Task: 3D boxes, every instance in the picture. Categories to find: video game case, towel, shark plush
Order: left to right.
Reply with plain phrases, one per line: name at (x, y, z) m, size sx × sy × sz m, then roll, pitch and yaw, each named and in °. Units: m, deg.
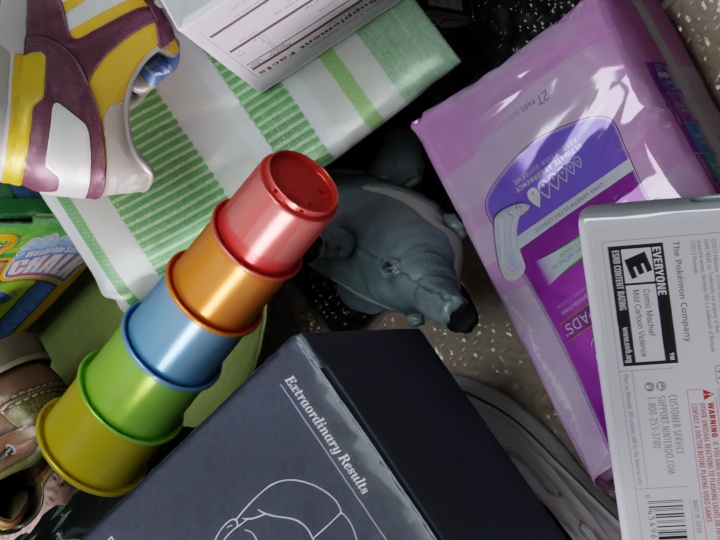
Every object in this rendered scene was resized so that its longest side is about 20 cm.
towel at (-0.071, -0.092, 1.176) m, size 0.200 × 0.023 × 0.153 m, roll -38°, pitch 68°, yaw 8°
shark plush at (0.000, 0.000, 1.149) m, size 0.091 × 0.083 × 0.200 m, roll -68°, pitch 29°, yaw 22°
video game case at (0.191, 0.063, 1.016) m, size 0.182 × 0.022 × 0.200 m, roll -5°, pitch 105°, yaw 17°

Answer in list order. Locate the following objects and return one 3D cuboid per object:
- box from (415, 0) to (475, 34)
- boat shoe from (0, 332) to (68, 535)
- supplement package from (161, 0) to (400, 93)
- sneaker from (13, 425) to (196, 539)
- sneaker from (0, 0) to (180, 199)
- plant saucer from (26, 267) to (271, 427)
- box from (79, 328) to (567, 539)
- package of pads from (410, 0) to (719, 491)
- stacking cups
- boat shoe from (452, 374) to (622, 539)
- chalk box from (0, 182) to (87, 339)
box at (-0.038, -0.196, 1.233) m, size 0.158 × 0.050 × 0.200 m, roll -18°, pitch 79°, yaw 35°
boat shoe at (-0.207, 0.113, 1.320) m, size 0.068 × 0.072 × 0.200 m, roll 58°, pitch 144°, yaw 16°
supplement package at (-0.046, -0.212, 1.120) m, size 0.156 × 0.111 × 0.200 m, roll -33°, pitch 71°, yaw 9°
sneaker at (-0.109, 0.144, 1.264) m, size 0.089 × 0.074 × 0.200 m, roll 43°, pitch 141°, yaw -9°
sneaker at (-0.127, -0.123, 1.159) m, size 0.075 × 0.090 × 0.200 m, roll 124°, pitch 153°, yaw -64°
plant saucer at (-0.118, 0.009, 1.304) m, size 0.200 × 0.031 × 0.200 m, roll 0°, pitch 90°, yaw 36°
box at (-0.025, 0.143, 1.101) m, size 0.200 × 0.107 × 0.149 m, roll -43°, pitch 69°, yaw 25°
package of pads at (0.117, -0.014, 1.104) m, size 0.120 × 0.076 × 0.200 m, roll -36°, pitch 70°, yaw 30°
stacking cups at (-0.081, 0.021, 1.137) m, size 0.061 × 0.060 × 0.200 m, roll 54°, pitch 129°, yaw 23°
boat shoe at (0.065, 0.115, 1.148) m, size 0.200 × 0.066 × 0.072 m, roll 42°, pitch 114°, yaw 28°
chalk box at (-0.214, -0.041, 1.279) m, size 0.200 × 0.124 × 0.125 m, roll -45°, pitch 66°, yaw 27°
